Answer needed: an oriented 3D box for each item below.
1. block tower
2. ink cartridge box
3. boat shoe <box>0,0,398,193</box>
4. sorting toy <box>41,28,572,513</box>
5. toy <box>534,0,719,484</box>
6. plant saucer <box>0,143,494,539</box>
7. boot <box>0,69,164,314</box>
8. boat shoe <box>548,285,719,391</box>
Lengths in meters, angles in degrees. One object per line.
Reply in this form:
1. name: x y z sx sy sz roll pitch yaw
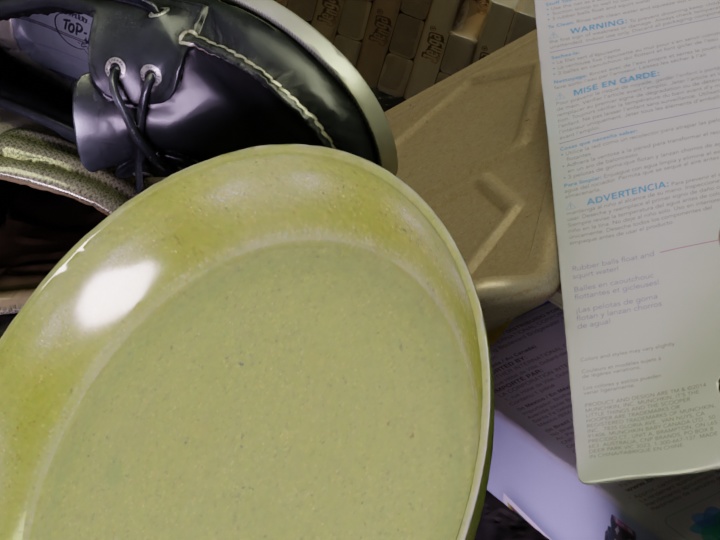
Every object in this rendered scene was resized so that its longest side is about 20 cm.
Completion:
1. block tower: 0.047 -0.090 0.999 0.200 0.054 0.058 20 35 4
2. ink cartridge box: 0.106 0.050 0.836 0.119 0.042 0.200 -23 40 -28
3. boat shoe: -0.073 -0.059 0.883 0.066 0.075 0.199 -35 46 -28
4. sorting toy: 0.000 0.000 0.863 0.185 0.036 0.200 -27 20 27
5. toy: 0.114 -0.019 0.774 0.115 0.047 0.200 -9 47 9
6. plant saucer: -0.039 0.062 0.746 0.200 0.031 0.200 -19 56 31
7. boot: -0.147 -0.053 0.989 0.200 0.072 0.155 9 36 11
8. boat shoe: 0.136 0.019 0.807 0.200 0.063 0.073 13 51 33
